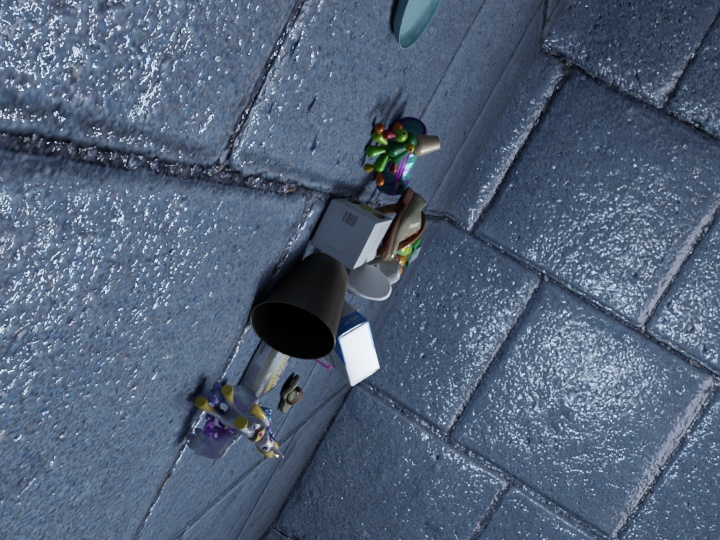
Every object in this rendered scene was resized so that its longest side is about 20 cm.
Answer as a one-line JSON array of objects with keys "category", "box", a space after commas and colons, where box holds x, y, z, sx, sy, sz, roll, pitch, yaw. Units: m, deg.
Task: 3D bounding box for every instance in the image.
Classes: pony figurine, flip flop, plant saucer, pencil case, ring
[{"category": "pony figurine", "box": [-0.250, 0.299, 1.344, 0.167, 0.192, 0.201, -58, 152, -26]}, {"category": "flip flop", "box": [-0.209, 0.391, 2.110, 0.081, 0.057, 0.201, -51, 167, -39]}, {"category": "plant saucer", "box": [0.110, -0.491, 1.196, 0.201, 0.027, 0.200, -57, 171, -14]}, {"category": "pencil case", "box": [0.097, -0.266, 1.617, 0.201, 0.084, 0.093, 106, -18, -53]}, {"category": "ring", "box": [0.068, -0.100, 1.696, 0.201, 0.199, 0.019, -53, 137, -34]}]

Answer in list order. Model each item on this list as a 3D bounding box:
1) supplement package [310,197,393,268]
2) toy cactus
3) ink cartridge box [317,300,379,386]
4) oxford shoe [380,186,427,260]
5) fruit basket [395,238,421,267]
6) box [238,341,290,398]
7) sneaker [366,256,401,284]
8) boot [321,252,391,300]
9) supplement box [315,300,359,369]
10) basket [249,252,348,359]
[{"category": "supplement package", "box": [-0.014, -0.088, 1.508, 0.110, 0.113, 0.200, -62, 172, 12]}, {"category": "toy cactus", "box": [0.094, -0.259, 1.464, 0.163, 0.103, 0.200, -10, 162, -12]}, {"category": "ink cartridge box", "box": [-0.055, 0.137, 1.520, 0.085, 0.200, 0.147, -27, 128, -19]}, {"category": "oxford shoe", "box": [0.107, -0.103, 1.610, 0.201, 0.073, 0.071, -67, -167, -21]}, {"category": "fruit basket", "box": [0.135, -0.044, 2.468, 0.200, 0.093, 0.186, -49, 166, -33]}, {"category": "box", "box": [-0.205, 0.204, 1.601, 0.201, 0.048, 0.158, -62, 171, 10]}, {"category": "sneaker", "box": [0.000, 0.000, 1.647, 0.092, 0.198, 0.077, 1, 91, -69]}, {"category": "boot", "box": [-0.013, 0.023, 1.560, 0.073, 0.199, 0.090, -58, 159, -16]}, {"category": "supplement box", "box": [-0.088, 0.177, 1.967, 0.101, 0.103, 0.201, -52, 170, -40]}, {"category": "basket", "box": [-0.105, 0.064, 1.401, 0.201, 0.179, 0.137, -62, 165, -51]}]
